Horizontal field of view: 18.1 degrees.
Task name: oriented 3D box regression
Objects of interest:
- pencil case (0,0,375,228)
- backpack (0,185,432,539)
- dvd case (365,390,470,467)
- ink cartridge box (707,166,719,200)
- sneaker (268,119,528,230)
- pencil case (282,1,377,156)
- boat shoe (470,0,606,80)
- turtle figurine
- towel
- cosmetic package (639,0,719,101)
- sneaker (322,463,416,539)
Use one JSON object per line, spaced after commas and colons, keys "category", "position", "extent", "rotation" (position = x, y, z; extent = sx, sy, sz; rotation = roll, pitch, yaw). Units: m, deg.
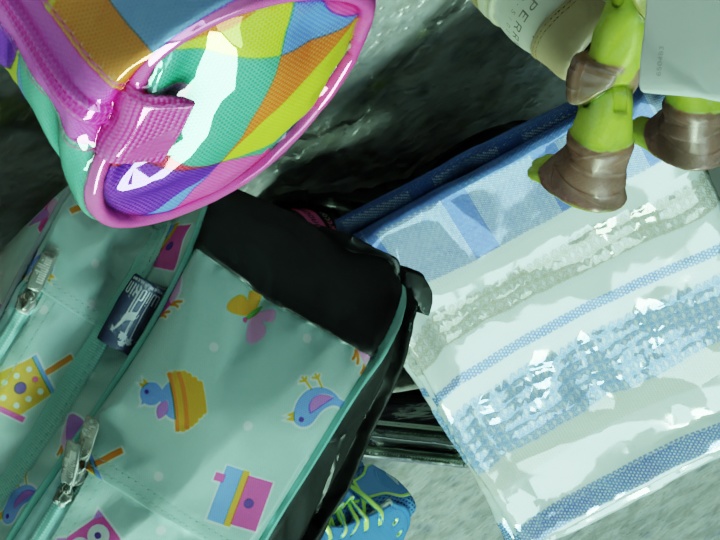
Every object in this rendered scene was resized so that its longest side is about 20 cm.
{"category": "pencil case", "position": [-0.083, -0.105, 0.521], "extent": [0.088, 0.200, 0.088], "rotation": [-35, 161, -14]}
{"category": "backpack", "position": [-0.083, 0.067, 0.787], "extent": [0.176, 0.153, 0.200], "rotation": [-179, -68, -80]}
{"category": "dvd case", "position": [0.066, 0.071, 1.090], "extent": [0.200, 0.016, 0.148], "rotation": [-5, -175, -44]}
{"category": "ink cartridge box", "position": [0.160, -0.024, 1.030], "extent": [0.200, 0.116, 0.067], "rotation": [-24, 157, -19]}
{"category": "sneaker", "position": [0.000, 0.000, 0.936], "extent": [0.200, 0.077, 0.084], "rotation": [-32, 159, -6]}
{"category": "pencil case", "position": [-0.017, -0.119, 0.699], "extent": [0.087, 0.088, 0.200], "rotation": [-7, 145, -43]}
{"category": "boat shoe", "position": [0.137, -0.114, 0.898], "extent": [0.200, 0.069, 0.074], "rotation": [-18, 151, -30]}
{"category": "turtle figurine", "position": [0.107, -0.110, 0.787], "extent": [0.200, 0.064, 0.162], "rotation": [-35, 134, -43]}
{"category": "towel", "position": [0.089, 0.023, 0.916], "extent": [0.147, 0.024, 0.200], "rotation": [-27, 127, 5]}
{"category": "cosmetic package", "position": [0.195, -0.089, 0.758], "extent": [0.200, 0.113, 0.081], "rotation": [-4, 100, -50]}
{"category": "sneaker", "position": [-0.028, 0.123, 1.150], "extent": [0.105, 0.076, 0.200], "rotation": [-45, 159, -17]}
